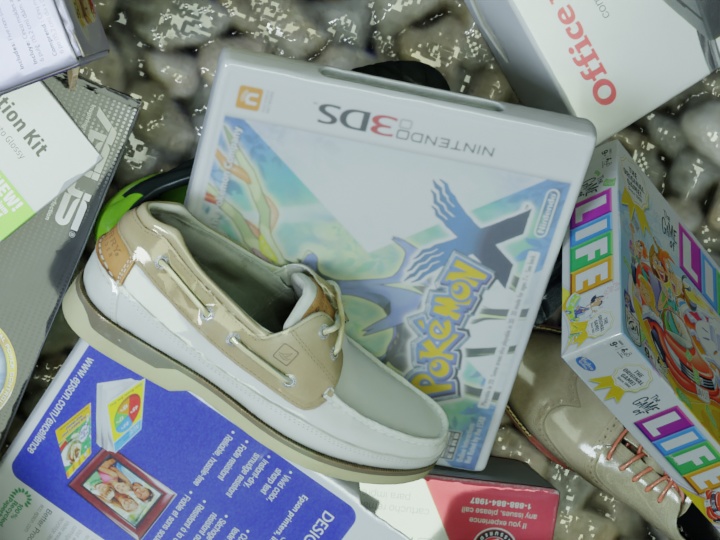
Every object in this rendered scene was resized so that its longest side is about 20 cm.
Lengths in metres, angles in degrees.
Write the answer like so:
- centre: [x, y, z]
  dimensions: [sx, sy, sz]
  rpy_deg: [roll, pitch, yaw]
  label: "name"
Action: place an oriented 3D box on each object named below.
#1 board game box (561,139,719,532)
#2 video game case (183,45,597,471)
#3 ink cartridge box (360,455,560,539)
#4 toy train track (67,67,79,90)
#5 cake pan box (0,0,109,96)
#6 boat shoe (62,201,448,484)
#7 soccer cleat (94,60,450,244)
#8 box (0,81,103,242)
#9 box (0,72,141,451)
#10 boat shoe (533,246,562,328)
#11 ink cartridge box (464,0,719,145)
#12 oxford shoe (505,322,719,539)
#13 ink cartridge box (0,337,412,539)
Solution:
- centre: [0.167, 0.047, 1.077]
  dimensions: [0.034, 0.135, 0.200]
  rpy_deg: [-25, 129, 26]
  label: "board game box"
- centre: [0.000, 0.000, 1.037]
  dimensions: [0.182, 0.022, 0.200]
  rpy_deg: [11, 120, -10]
  label: "video game case"
- centre: [0.013, 0.196, 1.119]
  dimensions: [0.145, 0.083, 0.200]
  rpy_deg: [7, 96, -12]
  label: "ink cartridge box"
- centre: [-0.123, -0.156, 0.991]
  dimensions: [0.032, 0.200, 0.115]
  rpy_deg: [-6, 77, -13]
  label: "toy train track"
- centre: [-0.229, -0.155, 0.931]
  dimensions: [0.184, 0.052, 0.200]
  rpy_deg: [-20, 96, 13]
  label: "cake pan box"
- centre: [-0.036, 0.036, 1.000]
  dimensions: [0.200, 0.075, 0.068]
  rpy_deg: [26, 116, -20]
  label: "boat shoe"
- centre: [-0.039, -0.047, 1.079]
  dimensions: [0.200, 0.081, 0.068]
  rpy_deg: [-26, 101, -7]
  label: "soccer cleat"
- centre: [-0.247, -0.051, 1.014]
  dimensions: [0.200, 0.041, 0.156]
  rpy_deg: [-39, 102, -5]
  label: "box"
- centre: [-0.220, -0.024, 1.065]
  dimensions: [0.160, 0.044, 0.200]
  rpy_deg: [23, 92, -12]
  label: "box"
- centre: [0.033, 0.012, 1.107]
  dimensions: [0.200, 0.071, 0.091]
  rpy_deg: [-33, 104, -5]
  label: "boat shoe"
- centre: [0.154, -0.176, 1.099]
  dimensions: [0.200, 0.084, 0.145]
  rpy_deg: [-32, 103, -6]
  label: "ink cartridge box"
- centre: [0.155, 0.095, 1.139]
  dimensions: [0.200, 0.075, 0.071]
  rpy_deg: [35, 90, -13]
  label: "oxford shoe"
- centre: [-0.092, 0.145, 1.057]
  dimensions: [0.200, 0.047, 0.198]
  rpy_deg: [35, 112, -2]
  label: "ink cartridge box"
